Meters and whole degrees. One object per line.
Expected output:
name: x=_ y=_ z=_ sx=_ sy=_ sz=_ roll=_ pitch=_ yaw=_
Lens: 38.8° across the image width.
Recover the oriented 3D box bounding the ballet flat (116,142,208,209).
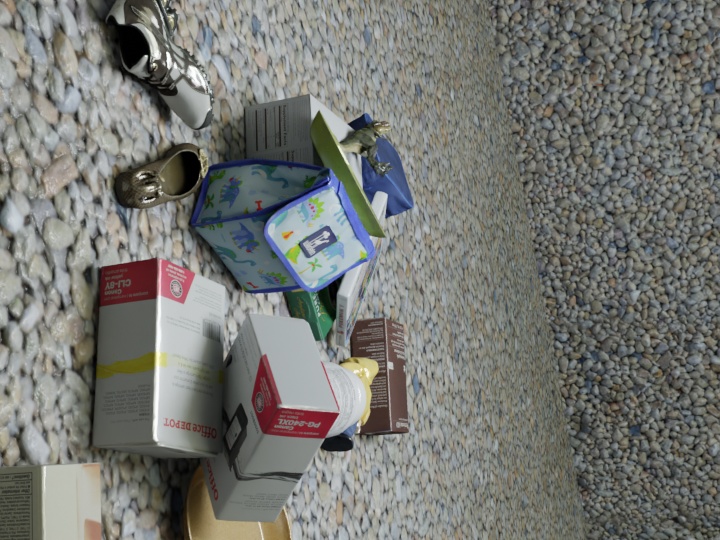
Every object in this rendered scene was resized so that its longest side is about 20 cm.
ballet flat: x=-0.229 y=-0.116 z=1.247 sx=0.200 sy=0.046 sz=0.068 roll=-38 pitch=119 yaw=-67

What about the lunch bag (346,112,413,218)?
lunch bag: x=-0.003 y=-0.159 z=1.758 sx=0.200 sy=0.132 sz=0.137 roll=45 pitch=26 yaw=-58

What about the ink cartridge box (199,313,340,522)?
ink cartridge box: x=-0.115 y=0.174 z=1.183 sx=0.083 sy=0.201 sz=0.146 roll=8 pitch=37 yaw=-31

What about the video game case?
video game case: x=0.000 y=0.000 z=1.666 sx=0.183 sy=0.023 sz=0.201 roll=94 pitch=14 yaw=-61

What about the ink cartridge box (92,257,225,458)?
ink cartridge box: x=-0.221 y=0.103 z=1.139 sx=0.145 sy=0.083 sz=0.202 roll=34 pitch=52 yaw=-63

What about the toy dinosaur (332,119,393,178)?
toy dinosaur: x=0.011 y=-0.187 z=1.589 sx=0.088 sy=0.047 sz=0.200 roll=50 pitch=25 yaw=3

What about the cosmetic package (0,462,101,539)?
cosmetic package: x=-0.285 y=0.270 z=0.882 sx=0.087 sy=0.103 sz=0.202 roll=21 pitch=64 yaw=-66

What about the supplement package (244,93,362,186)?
supplement package: x=-0.082 y=-0.158 z=1.566 sx=0.200 sy=0.110 sz=0.157 roll=27 pitch=58 yaw=-67

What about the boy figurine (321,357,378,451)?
boy figurine: x=-0.019 y=0.201 z=1.679 sx=0.200 sy=0.064 sz=0.125 roll=-69 pitch=145 yaw=-54

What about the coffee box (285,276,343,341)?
coffee box: x=-0.065 y=0.015 z=1.646 sx=0.200 sy=0.044 sz=0.124 roll=-61 pitch=141 yaw=-59

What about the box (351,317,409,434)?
box: x=0.034 y=0.190 z=1.816 sx=0.100 sy=0.074 sz=0.202 roll=24 pitch=62 yaw=-67

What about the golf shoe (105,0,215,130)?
golf shoe: x=-0.247 y=-0.245 z=1.232 sx=0.095 sy=0.077 sz=0.201 roll=-54 pitch=133 yaw=-38

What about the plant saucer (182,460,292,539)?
plant saucer: x=-0.156 y=0.322 z=1.252 sx=0.200 sy=0.035 sz=0.201 roll=42 pitch=35 yaw=-39

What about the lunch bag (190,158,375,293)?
lunch bag: x=-0.097 y=-0.060 z=1.364 sx=0.170 sy=0.199 sz=0.128 roll=58 pitch=31 yaw=-49

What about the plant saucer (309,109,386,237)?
plant saucer: x=-0.022 y=-0.128 z=1.425 sx=0.201 sy=0.031 sz=0.200 roll=61 pitch=4 yaw=-6

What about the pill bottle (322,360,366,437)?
pill bottle: x=-0.070 y=0.187 z=1.475 sx=0.200 sy=0.113 sz=0.114 roll=15 pitch=69 yaw=-69
